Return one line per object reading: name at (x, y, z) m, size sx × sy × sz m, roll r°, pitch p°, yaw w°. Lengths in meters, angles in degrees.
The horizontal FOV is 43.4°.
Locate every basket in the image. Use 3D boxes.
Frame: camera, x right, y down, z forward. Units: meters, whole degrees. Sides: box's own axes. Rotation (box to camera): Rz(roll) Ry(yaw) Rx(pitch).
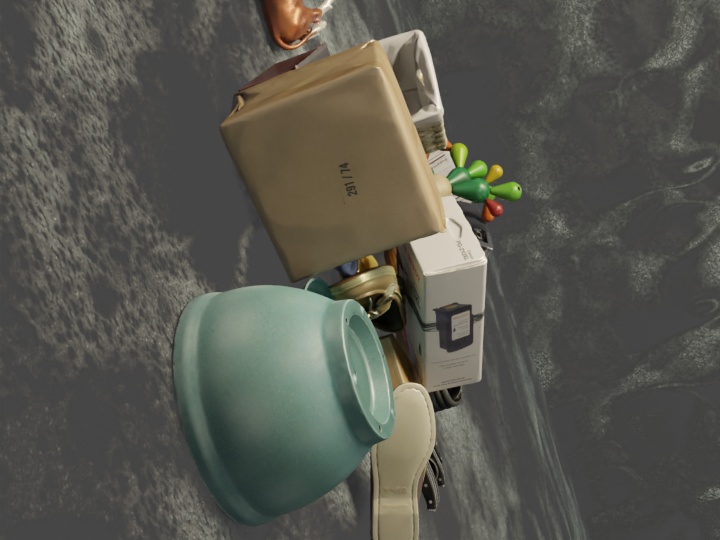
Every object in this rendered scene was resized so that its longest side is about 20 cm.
basket at (0.017, -0.224, 1.268) m, size 0.123 × 0.197 × 0.138 m, roll 52°, pitch 24°, yaw -68°

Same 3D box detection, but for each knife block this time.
knife block at (0.050, 0.205, 1.159) m, size 0.201 × 0.063 × 0.177 m, roll 58°, pitch 20°, yaw -46°

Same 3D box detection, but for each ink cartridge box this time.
ink cartridge box at (0.100, 0.030, 1.159) m, size 0.146 × 0.083 × 0.202 m, roll -110°, pitch -167°, yaw -50°

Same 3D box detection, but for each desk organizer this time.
desk organizer at (-0.081, -0.223, 1.121) m, size 0.200 × 0.076 × 0.073 m, roll -70°, pitch 141°, yaw -67°

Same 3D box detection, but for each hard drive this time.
hard drive at (0.135, -0.029, 1.360) m, size 0.042 × 0.136 × 0.201 m, roll 30°, pitch 18°, yaw -14°

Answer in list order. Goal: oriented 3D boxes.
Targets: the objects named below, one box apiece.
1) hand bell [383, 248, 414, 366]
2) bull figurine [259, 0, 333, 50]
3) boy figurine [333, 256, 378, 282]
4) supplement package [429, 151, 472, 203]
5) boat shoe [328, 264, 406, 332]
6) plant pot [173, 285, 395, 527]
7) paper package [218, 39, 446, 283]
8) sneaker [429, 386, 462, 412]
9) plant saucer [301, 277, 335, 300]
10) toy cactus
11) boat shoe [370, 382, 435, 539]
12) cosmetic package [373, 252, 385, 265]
hand bell at (0.068, 0.043, 1.315) m, size 0.104 × 0.103 × 0.203 m, roll 5°, pitch 71°, yaw -74°
bull figurine at (-0.105, -0.401, 1.225) m, size 0.121 × 0.065 × 0.203 m, roll -21°, pitch 103°, yaw -43°
boy figurine at (0.000, 0.000, 1.208) m, size 0.200 × 0.064 × 0.126 m, roll 49°, pitch 25°, yaw -50°
supplement package at (0.081, -0.182, 1.443) m, size 0.201 × 0.109 × 0.114 m, roll 58°, pitch 4°, yaw -29°
boat shoe at (0.020, 0.037, 1.070) m, size 0.200 × 0.072 × 0.064 m, roll 14°, pitch 57°, yaw -70°
plant pot at (-0.050, 0.099, 0.767) m, size 0.200 × 0.132 × 0.203 m, roll -18°, pitch 90°, yaw -76°
paper package at (-0.028, -0.115, 0.976) m, size 0.104 × 0.188 × 0.202 m, roll -89°, pitch 158°, yaw -61°
sneaker at (0.109, 0.182, 1.338) m, size 0.200 × 0.098 × 0.072 m, roll 12°, pitch 60°, yaw -75°
plant saucer at (-0.037, 0.109, 0.997) m, size 0.200 × 0.035 × 0.203 m, roll -17°, pitch 91°, yaw -76°
toy cactus at (0.123, -0.117, 1.286) m, size 0.164 × 0.199 × 0.104 m, roll -27°, pitch 138°, yaw -44°
boat shoe at (0.043, 0.220, 1.025) m, size 0.060 × 0.071 × 0.204 m, roll -115°, pitch -151°, yaw -80°
cosmetic package at (0.024, -0.077, 1.411) m, size 0.201 × 0.051 × 0.153 m, roll 56°, pitch 25°, yaw -50°
